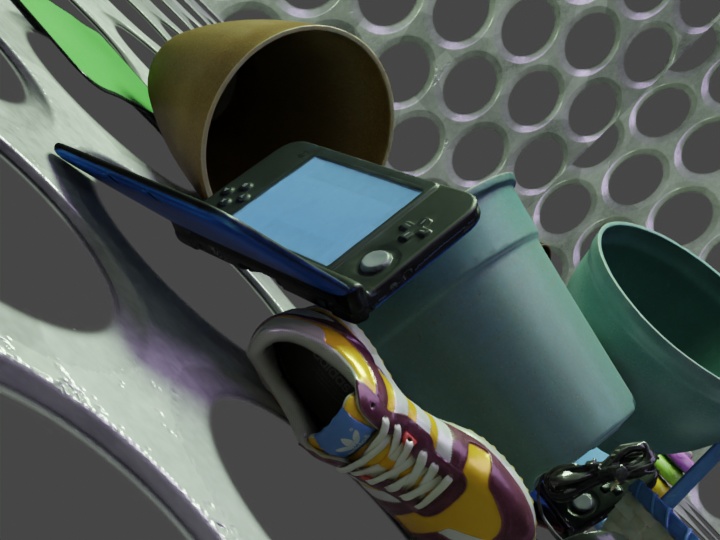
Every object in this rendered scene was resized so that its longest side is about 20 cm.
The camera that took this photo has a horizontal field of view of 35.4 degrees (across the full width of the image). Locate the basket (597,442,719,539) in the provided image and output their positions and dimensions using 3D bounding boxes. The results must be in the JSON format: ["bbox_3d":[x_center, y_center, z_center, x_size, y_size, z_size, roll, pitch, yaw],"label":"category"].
[{"bbox_3d":[0.280,0.228,0.892,0.139,0.200,0.176,42,7,-25],"label":"basket"}]

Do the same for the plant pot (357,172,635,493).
[{"bbox_3d":[0.091,0.065,0.850,0.197,0.200,0.200,55,9,9],"label":"plant pot"}]

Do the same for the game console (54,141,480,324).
[{"bbox_3d":[-0.057,-0.056,0.695,0.199,0.170,0.119,23,-37,45],"label":"game console"}]

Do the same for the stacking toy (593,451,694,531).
[{"bbox_3d":[0.335,0.217,1.282,0.110,0.200,0.116,47,6,15],"label":"stacking toy"}]

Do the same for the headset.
[{"bbox_3d":[0.155,0.196,0.662,0.124,0.093,0.201,-100,168,-70],"label":"headset"}]

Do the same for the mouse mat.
[{"bbox_3d":[-0.251,-0.203,1.051,0.161,0.008,0.200,48,8,17],"label":"mouse mat"}]

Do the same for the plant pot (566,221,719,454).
[{"bbox_3d":[0.241,0.076,0.949,0.199,0.134,0.201,26,30,-16],"label":"plant pot"}]

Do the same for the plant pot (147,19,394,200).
[{"bbox_3d":[-0.102,-0.144,0.985,0.186,0.187,0.200,38,-3,-43],"label":"plant pot"}]

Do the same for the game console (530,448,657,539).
[{"bbox_3d":[0.156,0.140,1.056,0.200,0.172,0.119,52,-17,40],"label":"game console"}]

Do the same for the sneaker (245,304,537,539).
[{"bbox_3d":[0.013,0.102,0.644,0.200,0.075,0.090,41,14,11],"label":"sneaker"}]

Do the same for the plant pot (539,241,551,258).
[{"bbox_3d":[0.181,-0.009,1.868,0.199,0.188,0.187,33,1,24],"label":"plant pot"}]
